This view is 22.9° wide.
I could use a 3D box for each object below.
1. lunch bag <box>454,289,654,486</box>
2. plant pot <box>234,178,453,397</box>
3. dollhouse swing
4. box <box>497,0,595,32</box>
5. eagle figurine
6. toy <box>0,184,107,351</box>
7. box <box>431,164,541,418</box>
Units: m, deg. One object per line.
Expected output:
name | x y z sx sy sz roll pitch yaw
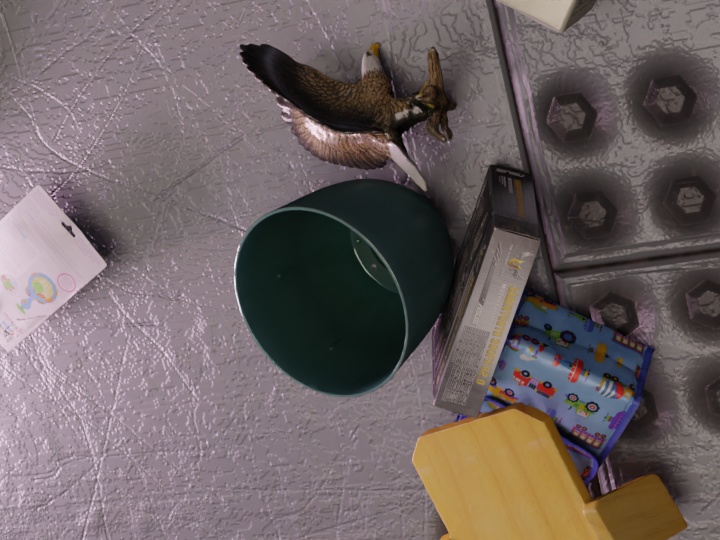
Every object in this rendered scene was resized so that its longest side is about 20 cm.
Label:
lunch bag | 0.186 0.142 1.808 0.150 0.094 0.201 25 129 2
plant pot | 0.000 0.000 1.769 0.199 0.161 0.202 16 122 27
dollhouse swing | 0.182 0.214 1.786 0.199 0.181 0.177 -22 85 39
box | 0.189 -0.336 1.606 0.108 0.128 0.201 28 116 10
eagle figurine | -0.009 -0.162 1.751 0.198 0.151 0.153 -3 118 11
toy | -0.369 -0.006 1.987 0.200 0.047 0.115 -38 96 31
box | 0.121 0.018 1.740 0.048 0.159 0.201 15 114 -6
